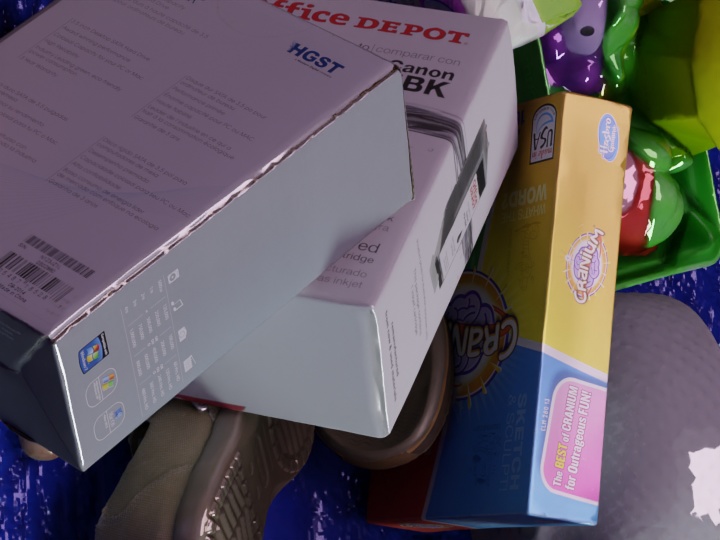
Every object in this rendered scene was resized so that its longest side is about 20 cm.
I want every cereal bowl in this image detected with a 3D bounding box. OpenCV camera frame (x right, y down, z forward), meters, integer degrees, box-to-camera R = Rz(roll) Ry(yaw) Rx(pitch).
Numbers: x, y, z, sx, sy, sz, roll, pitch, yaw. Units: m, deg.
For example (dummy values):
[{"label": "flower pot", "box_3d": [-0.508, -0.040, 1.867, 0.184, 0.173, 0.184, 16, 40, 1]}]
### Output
[{"label": "cereal bowl", "box_3d": [0.109, 0.108, 1.369, 0.083, 0.200, 0.201, 4, 77, -22]}]

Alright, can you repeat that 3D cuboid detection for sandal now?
[{"label": "sandal", "box_3d": [0.000, 0.000, 1.334, 0.054, 0.080, 0.200, 33, 52, -53]}]

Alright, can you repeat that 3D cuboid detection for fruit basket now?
[{"label": "fruit basket", "box_3d": [0.152, -0.096, 1.440, 0.155, 0.215, 0.216, -13, 92, -50]}]

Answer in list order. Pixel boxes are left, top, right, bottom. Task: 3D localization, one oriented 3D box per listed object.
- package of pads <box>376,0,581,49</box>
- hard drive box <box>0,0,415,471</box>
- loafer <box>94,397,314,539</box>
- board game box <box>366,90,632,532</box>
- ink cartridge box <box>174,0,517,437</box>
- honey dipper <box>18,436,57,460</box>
[{"label": "package of pads", "box_3d": [0.005, -0.193, 1.324, 0.068, 0.154, 0.200, -32, 105, -27]}, {"label": "hard drive box", "box_3d": [-0.101, -0.033, 1.124, 0.200, 0.156, 0.077, -39, 141, -29]}, {"label": "loafer", "box_3d": [-0.069, 0.076, 1.239, 0.200, 0.068, 0.076, -63, 149, -61]}, {"label": "board game box", "box_3d": [0.065, 0.024, 1.334, 0.040, 0.153, 0.201, 11, 78, -28]}, {"label": "ink cartridge box", "box_3d": [-0.026, -0.034, 1.234, 0.083, 0.146, 0.200, 84, 23, -43]}, {"label": "honey dipper", "box_3d": [-0.132, -0.015, 1.221, 0.038, 0.038, 0.201, 19, 70, -45]}]
